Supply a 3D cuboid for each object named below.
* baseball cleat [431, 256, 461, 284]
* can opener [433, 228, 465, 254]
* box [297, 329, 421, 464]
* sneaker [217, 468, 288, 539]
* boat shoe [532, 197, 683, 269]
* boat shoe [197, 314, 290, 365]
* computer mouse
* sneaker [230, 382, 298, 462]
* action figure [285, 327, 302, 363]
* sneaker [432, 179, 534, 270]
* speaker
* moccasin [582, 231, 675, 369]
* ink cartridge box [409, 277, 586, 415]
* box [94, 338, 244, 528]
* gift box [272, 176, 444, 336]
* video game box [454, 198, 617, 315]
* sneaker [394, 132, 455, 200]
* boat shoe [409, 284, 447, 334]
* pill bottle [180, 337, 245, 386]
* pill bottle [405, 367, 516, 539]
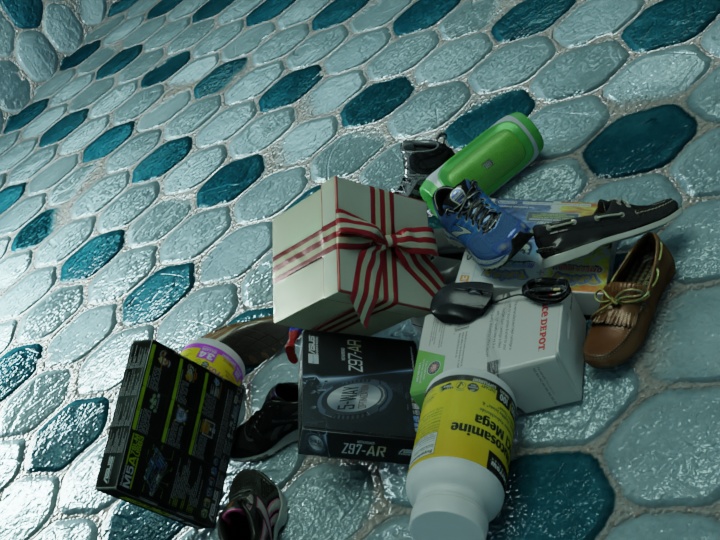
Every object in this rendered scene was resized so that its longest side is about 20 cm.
[{"bbox_3d":[0.059,-0.014,1.614,0.199,0.107,0.070,-8,20,32],"label":"baseball cleat"},{"bbox_3d":[0.094,-0.030,1.674,0.199,0.052,0.067,-10,72,36],"label":"can opener"},{"bbox_3d":[-0.001,0.160,1.408,0.159,0.044,0.201,7,34,-7],"label":"box"},{"bbox_3d":[-0.141,0.312,1.369,0.080,0.087,0.200,-29,31,4],"label":"sneaker"},{"bbox_3d":[0.314,-0.062,1.392,0.198,0.061,0.074,-20,-3,-5],"label":"boat shoe"},{"bbox_3d":[-0.198,0.111,1.716,0.199,0.076,0.072,-22,31,16],"label":"boat shoe"},{"bbox_3d":[0.169,0.029,1.360,0.199,0.034,0.059,-11,33,34],"label":"computer mouse"},{"bbox_3d":[-0.115,0.194,1.506,0.199,0.088,0.076,-23,32,17],"label":"sneaker"},{"bbox_3d":[-0.078,0.073,1.680,0.065,0.052,0.201,-18,29,14],"label":"action figure"},{"bbox_3d":[0.147,-0.064,1.412,0.079,0.089,0.200,-45,28,-9],"label":"sneaker"},{"bbox_3d":[0.192,-0.162,1.718,0.200,0.089,0.088,-39,31,-8],"label":"speaker"},{"bbox_3d":[0.325,0.036,1.326,0.073,0.078,0.202,11,52,46],"label":"moccasin"},{"bbox_3d":[0.175,0.106,1.362,0.199,0.084,0.146,-17,35,27],"label":"ink cartridge box"},{"bbox_3d":[-0.246,0.219,1.438,0.047,0.193,0.202,-9,61,36],"label":"box"},{"bbox_3d":[0.000,0.000,1.484,0.186,0.183,0.202,-29,62,48],"label":"gift box"},{"bbox_3d":[0.240,-0.022,1.462,0.198,0.047,0.183,3,46,18],"label":"video game box"},{"bbox_3d":[0.077,-0.143,1.770,0.199,0.114,0.076,-34,30,-1],"label":"sneaker"},{"bbox_3d":[0.143,0.047,1.491,0.199,0.066,0.072,1,45,44],"label":"boat shoe"},{"bbox_3d":[-0.252,0.203,1.606,0.104,0.105,0.201,-10,39,33],"label":"pill bottle"},{"bbox_3d":[0.113,0.218,1.238,0.112,0.113,0.201,-15,36,27],"label":"pill bottle"}]
